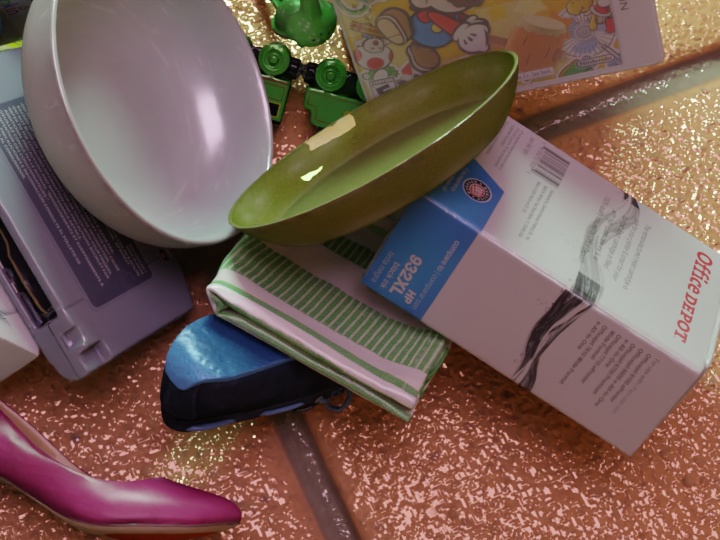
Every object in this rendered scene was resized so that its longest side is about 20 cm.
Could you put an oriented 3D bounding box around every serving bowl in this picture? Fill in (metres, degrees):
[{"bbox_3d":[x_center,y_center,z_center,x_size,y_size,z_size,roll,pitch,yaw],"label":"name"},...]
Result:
[{"bbox_3d":[-0.141,-0.106,0.910,0.066,0.200,0.201,-16,57,32],"label":"serving bowl"}]

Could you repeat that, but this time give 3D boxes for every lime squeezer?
[{"bbox_3d":[-0.050,-0.186,1.003,0.038,0.200,0.071,-42,105,-5],"label":"lime squeezer"}]

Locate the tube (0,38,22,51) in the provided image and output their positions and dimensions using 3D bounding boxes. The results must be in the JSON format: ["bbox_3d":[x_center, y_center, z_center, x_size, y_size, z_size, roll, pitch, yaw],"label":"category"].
[{"bbox_3d":[-0.253,-0.108,0.985,0.058,0.052,0.200,50,60,-16],"label":"tube"}]

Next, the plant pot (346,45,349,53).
[{"bbox_3d":[0.072,-0.246,1.025,0.199,0.200,0.178,6,76,-4],"label":"plant pot"}]

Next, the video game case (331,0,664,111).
[{"bbox_3d":[0.079,-0.187,0.915,0.199,0.182,0.023,-10,42,13],"label":"video game case"}]

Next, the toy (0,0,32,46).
[{"bbox_3d":[-0.291,-0.134,0.939,0.199,0.115,0.047,-12,82,0],"label":"toy"}]

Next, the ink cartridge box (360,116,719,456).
[{"bbox_3d":[0.121,0.001,0.913,0.200,0.084,0.145,33,34,2],"label":"ink cartridge box"}]

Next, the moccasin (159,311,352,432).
[{"bbox_3d":[-0.044,0.051,0.912,0.199,0.068,0.081,-7,48,-36],"label":"moccasin"}]

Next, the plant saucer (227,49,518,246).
[{"bbox_3d":[0.013,-0.069,0.877,0.200,0.200,0.031,-38,107,-22],"label":"plant saucer"}]

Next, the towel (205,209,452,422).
[{"bbox_3d":[0.000,0.000,0.924,0.152,0.023,0.200,28,36,4],"label":"towel"}]

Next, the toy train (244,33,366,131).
[{"bbox_3d":[-0.073,-0.134,1.016,0.199,0.042,0.057,15,99,-2],"label":"toy train"}]

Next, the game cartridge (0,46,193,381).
[{"bbox_3d":[-0.186,-0.041,0.901,0.201,0.041,0.133,60,34,-3],"label":"game cartridge"}]

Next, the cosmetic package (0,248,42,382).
[{"bbox_3d":[-0.276,-0.040,0.858,0.200,0.052,0.151,30,41,-36],"label":"cosmetic package"}]

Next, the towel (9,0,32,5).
[{"bbox_3d":[-0.120,-0.221,0.956,0.144,0.200,0.023,-10,75,-59],"label":"towel"}]

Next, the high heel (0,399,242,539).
[{"bbox_3d":[-0.167,0.109,0.868,0.199,0.067,0.097,5,73,-1],"label":"high heel"}]
